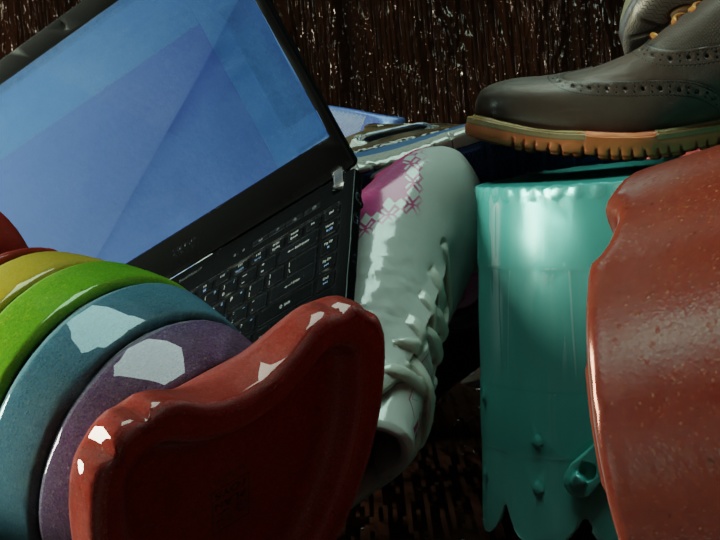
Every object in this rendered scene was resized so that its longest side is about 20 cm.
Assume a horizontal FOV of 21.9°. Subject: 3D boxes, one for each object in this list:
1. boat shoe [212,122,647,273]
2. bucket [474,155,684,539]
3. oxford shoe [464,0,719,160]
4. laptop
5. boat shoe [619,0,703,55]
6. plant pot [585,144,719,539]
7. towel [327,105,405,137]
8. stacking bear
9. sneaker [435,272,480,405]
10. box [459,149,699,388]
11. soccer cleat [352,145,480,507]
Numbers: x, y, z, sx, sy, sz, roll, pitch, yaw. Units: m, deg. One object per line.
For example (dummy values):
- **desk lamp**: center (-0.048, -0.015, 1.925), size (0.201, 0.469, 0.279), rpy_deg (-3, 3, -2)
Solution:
- **boat shoe**: center (0.028, -0.038, 0.821), size (0.200, 0.072, 0.072), rpy_deg (-7, 21, -17)
- **bucket**: center (0.138, 0.024, 0.728), size (0.207, 0.135, 0.207), rpy_deg (-6, 6, 1)
- **oxford shoe**: center (0.140, -0.084, 0.752), size (0.200, 0.073, 0.071), rpy_deg (-5, 5, 7)
- **laptop**: center (-0.097, -0.010, 0.725), size (0.177, 0.103, 0.200), rpy_deg (-30, 34, 27)
- **boat shoe**: center (0.162, -0.106, 0.860), size (0.076, 0.072, 0.200), rpy_deg (-8, -22, 11)
- **plant pot**: center (0.174, 0.026, 0.475), size (0.195, 0.201, 0.201), rpy_deg (-12, 2, 27)
- **towel**: center (-0.080, -0.008, 0.891), size (0.147, 0.024, 0.200), rpy_deg (11, 58, 34)
- **stacking bear**: center (-0.105, 0.037, 0.634), size (0.200, 0.114, 0.121), rpy_deg (27, 40, 36)
- **sneaker**: center (0.011, 0.044, 0.838), size (0.200, 0.095, 0.079), rpy_deg (-17, 25, -34)
- **box**: center (0.150, -0.002, 0.909), size (0.200, 0.095, 0.103), rpy_deg (-15, -17, 34)
- **soccer cleat**: center (0.008, 0.037, 0.719), size (0.086, 0.070, 0.200), rpy_deg (9, 57, 47)
